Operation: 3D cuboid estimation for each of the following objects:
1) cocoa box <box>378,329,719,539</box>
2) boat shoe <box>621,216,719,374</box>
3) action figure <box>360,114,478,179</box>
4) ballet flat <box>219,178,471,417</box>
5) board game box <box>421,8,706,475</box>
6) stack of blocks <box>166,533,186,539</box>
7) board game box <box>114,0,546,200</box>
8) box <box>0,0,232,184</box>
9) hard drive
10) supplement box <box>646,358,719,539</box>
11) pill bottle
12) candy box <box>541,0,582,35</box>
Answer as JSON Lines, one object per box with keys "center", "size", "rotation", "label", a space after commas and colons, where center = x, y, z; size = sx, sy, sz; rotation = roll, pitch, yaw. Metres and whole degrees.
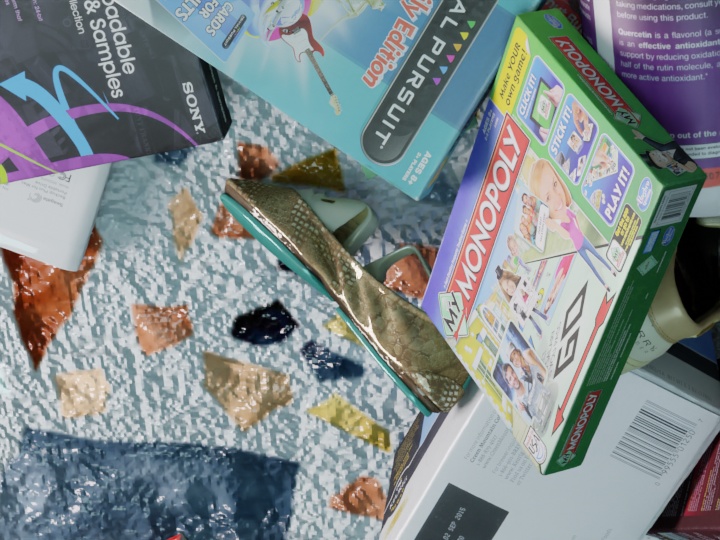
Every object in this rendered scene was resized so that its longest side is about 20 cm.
{"center": [0.112, 0.101, 1.105], "size": [0.132, 0.132, 0.201], "rotation": [26, 116, -7], "label": "cocoa box"}
{"center": [0.189, -0.007, 1.004], "size": [0.066, 0.200, 0.074], "rotation": [-20, 107, 39], "label": "boat shoe"}
{"center": [-0.012, -0.155, 1.019], "size": [0.118, 0.055, 0.201], "rotation": [-22, 102, 53], "label": "action figure"}
{"center": [0.000, 0.000, 1.078], "size": [0.065, 0.071, 0.200], "rotation": [-44, 71, -2], "label": "ballet flat"}
{"center": [0.097, -0.012, 0.932], "size": [0.029, 0.135, 0.201], "rotation": [-12, 137, -29], "label": "board game box"}
{"center": [-0.199, 0.266, 1.228], "size": [0.199, 0.115, 0.059], "rotation": [-24, 113, 16], "label": "stack of blocks"}
{"center": [-0.011, -0.156, 0.953], "size": [0.199, 0.047, 0.152], "rotation": [33, 101, 4], "label": "board game box"}
{"center": [-0.186, -0.126, 1.042], "size": [0.198, 0.036, 0.144], "rotation": [-11, 116, 9], "label": "box"}
{"center": [-0.203, -0.108, 1.087], "size": [0.131, 0.026, 0.201], "rotation": [19, 117, -5], "label": "hard drive"}
{"center": [0.227, 0.107, 1.047], "size": [0.060, 0.200, 0.110], "rotation": [18, 81, -5], "label": "supplement box"}
{"center": [0.164, -0.136, 0.904], "size": [0.111, 0.113, 0.202], "rotation": [-5, 116, 8], "label": "pill bottle"}
{"center": [0.167, -0.164, 0.996], "size": [0.169, 0.077, 0.200], "rotation": [40, 112, -13], "label": "candy box"}
